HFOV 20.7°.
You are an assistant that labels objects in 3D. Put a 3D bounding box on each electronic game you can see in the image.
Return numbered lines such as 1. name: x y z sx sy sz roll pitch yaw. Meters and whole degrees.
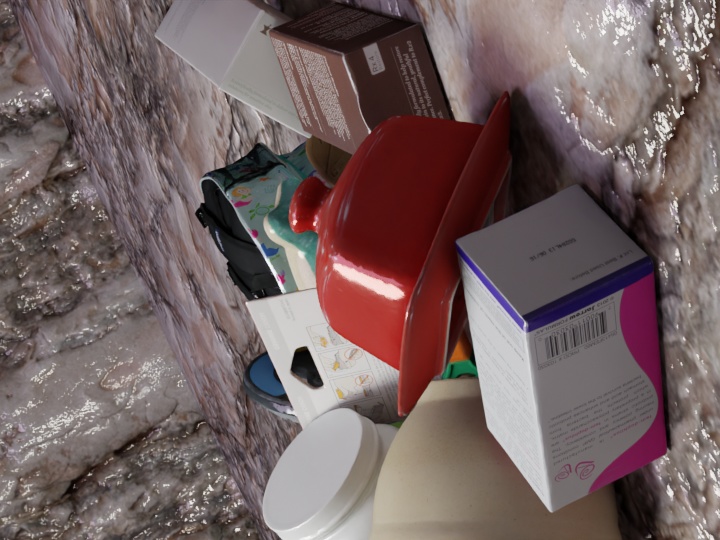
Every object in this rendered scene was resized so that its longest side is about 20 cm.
1. electronic game: -0.010 0.099 1.843 0.200 0.200 0.042 -143 49 -63

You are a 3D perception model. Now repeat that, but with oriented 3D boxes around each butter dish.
1. butter dish: 0.019 -0.028 1.442 0.148 0.200 0.200 21 154 11

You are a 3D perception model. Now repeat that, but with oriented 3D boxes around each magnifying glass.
1. magnifying glass: 0.088 0.082 1.649 0.200 0.080 0.022 64 -157 -47

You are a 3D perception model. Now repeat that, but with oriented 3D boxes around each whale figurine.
1. whale figurine: 0.000 0.000 1.750 0.200 0.104 0.159 51 -149 -20

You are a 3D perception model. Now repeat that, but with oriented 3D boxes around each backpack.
1. backpack: -0.061 -0.025 1.905 0.178 0.150 0.200 65 176 -22

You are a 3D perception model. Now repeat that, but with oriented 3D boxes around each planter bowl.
1. planter bowl: 0.107 0.155 1.558 0.200 0.200 0.135 137 135 -76

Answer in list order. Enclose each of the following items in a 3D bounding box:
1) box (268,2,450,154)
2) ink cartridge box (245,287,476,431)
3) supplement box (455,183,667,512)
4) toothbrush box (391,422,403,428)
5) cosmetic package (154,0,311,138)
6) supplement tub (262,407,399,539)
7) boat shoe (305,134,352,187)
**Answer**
1. box: -0.002 -0.156 1.618 0.200 0.075 0.100 37 148 67
2. ink cartridge box: 0.014 0.057 1.666 0.200 0.176 0.045 69 -166 -47
3. supplement box: 0.143 0.056 1.374 0.103 0.101 0.200 52 161 45
4. toothbrush box: 0.040 0.221 1.852 0.086 0.200 0.146 49 160 48
5. cosmetic package: -0.099 -0.203 1.795 0.108 0.085 0.200 28 -172 -28
6. supplement tub: 0.029 0.223 1.702 0.200 0.145 0.145 38 179 -25
7. boat shoe: 0.028 -0.058 1.717 0.065 0.071 0.200 22 -150 -54
